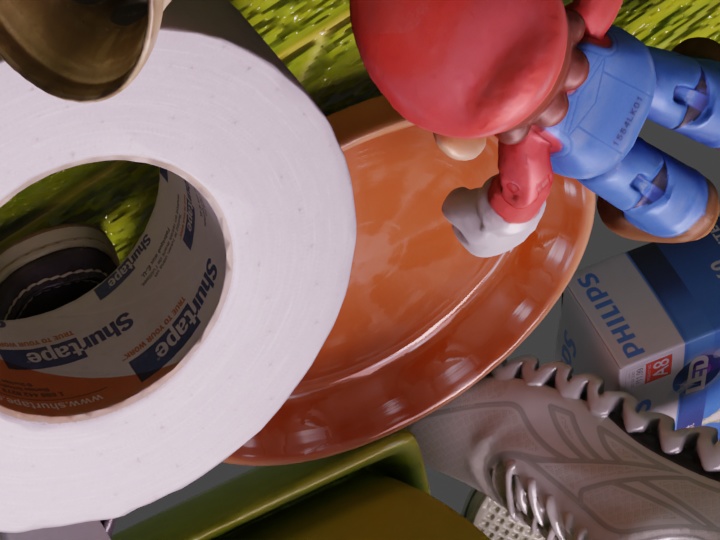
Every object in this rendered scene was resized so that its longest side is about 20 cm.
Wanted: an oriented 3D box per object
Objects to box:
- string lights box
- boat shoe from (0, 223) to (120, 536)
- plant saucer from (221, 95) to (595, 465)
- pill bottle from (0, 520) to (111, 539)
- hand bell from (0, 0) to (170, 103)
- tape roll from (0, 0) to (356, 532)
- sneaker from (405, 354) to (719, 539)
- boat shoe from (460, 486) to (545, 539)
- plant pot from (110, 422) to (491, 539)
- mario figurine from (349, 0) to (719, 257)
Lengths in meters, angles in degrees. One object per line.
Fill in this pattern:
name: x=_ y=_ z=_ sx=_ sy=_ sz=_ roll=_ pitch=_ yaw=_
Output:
string lights box: x=0.187 y=0.018 z=1.313 sx=0.200 sy=0.059 sz=0.103 roll=-21 pitch=145 yaw=-15
boat shoe: x=-0.117 y=0.066 z=1.129 sx=0.072 sy=0.065 sz=0.200 roll=-11 pitch=140 yaw=-25
plant saucer: x=0.000 y=0.000 z=1.169 sx=0.200 sy=0.032 sz=0.200 roll=-21 pitch=145 yaw=-16
pill bottle: x=-0.189 y=0.150 z=1.096 sx=0.200 sy=0.111 sz=0.111 roll=-25 pitch=149 yaw=20
hand bell: x=-0.029 y=-0.137 z=0.938 sx=0.200 sy=0.104 sz=0.104 roll=-29 pitch=150 yaw=-38
tape roll: x=-0.104 y=-0.009 z=1.003 sx=0.200 sy=0.066 sz=0.200 roll=-14 pitch=126 yaw=-21
sneaker: x=0.101 y=0.095 z=1.237 sx=0.081 sy=0.200 sz=0.075 roll=-60 pitch=154 yaw=-31
boat shoe: x=0.085 y=0.139 z=1.381 sx=0.075 sy=0.062 sz=0.200 roll=-13 pitch=143 yaw=7
plant pot: x=-0.016 y=0.192 z=1.263 sx=0.199 sy=0.182 sz=0.200 roll=-26 pitch=145 yaw=-10
mario figurine: x=0.061 y=-0.080 z=1.075 sx=0.106 sy=0.124 sz=0.200 roll=-14 pitch=156 yaw=34
